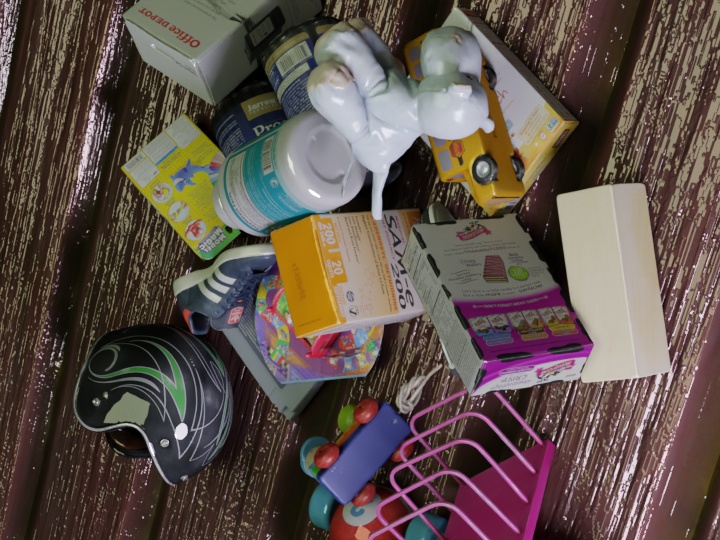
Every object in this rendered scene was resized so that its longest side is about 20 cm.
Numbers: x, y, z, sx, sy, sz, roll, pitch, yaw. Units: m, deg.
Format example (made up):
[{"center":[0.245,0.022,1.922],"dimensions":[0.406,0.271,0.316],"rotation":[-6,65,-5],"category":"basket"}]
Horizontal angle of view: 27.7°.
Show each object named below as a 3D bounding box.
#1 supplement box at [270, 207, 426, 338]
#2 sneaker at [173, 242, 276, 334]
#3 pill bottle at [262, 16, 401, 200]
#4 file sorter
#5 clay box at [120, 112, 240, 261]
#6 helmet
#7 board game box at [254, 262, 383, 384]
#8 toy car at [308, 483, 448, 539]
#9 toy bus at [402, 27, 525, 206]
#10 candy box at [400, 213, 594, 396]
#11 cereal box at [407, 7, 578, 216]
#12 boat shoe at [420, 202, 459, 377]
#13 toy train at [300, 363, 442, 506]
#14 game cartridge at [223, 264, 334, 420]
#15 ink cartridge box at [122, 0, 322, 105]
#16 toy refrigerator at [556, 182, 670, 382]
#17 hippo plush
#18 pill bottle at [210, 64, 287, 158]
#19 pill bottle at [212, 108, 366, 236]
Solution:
[{"center":[0.000,0.000,1.676],"dimensions":[0.073,0.199,0.127],"rotation":[-20,82,39],"category":"supplement box"},{"center":[-0.159,0.026,1.845],"dimensions":[0.199,0.074,0.085],"rotation":[-28,73,46],"category":"sneaker"},{"center":[-0.030,-0.190,1.735],"dimensions":[0.112,0.111,0.202],"rotation":[-37,70,34],"category":"pill bottle"},{"center":[0.106,0.242,1.585],"dimensions":[0.138,0.201,0.125],"rotation":[-32,110,35],"category":"file sorter"},{"center":[-0.210,-0.102,1.900],"dimensions":[0.115,0.048,0.200],"rotation":[-41,62,-6],"category":"clay box"},{"center":[-0.258,0.172,1.901],"dimensions":[0.189,0.200,0.202],"rotation":[11,100,15],"category":"helmet"},{"center":[-0.064,0.056,1.790],"dimensions":[0.198,0.039,0.160],"rotation":[-8,86,34],"category":"board game box"},{"center":[-0.023,0.356,1.714],"dimensions":[0.183,0.199,0.179],"rotation":[12,103,37],"category":"toy car"},{"center":[0.114,-0.166,1.609],"dimensions":[0.078,0.065,0.202],"rotation":[-23,78,37],"category":"toy bus"},{"center":[0.143,0.033,1.563],"dimensions":[0.061,0.135,0.201],"rotation":[108,147,-44],"category":"candy box"},{"center":[0.137,-0.180,1.657],"dimensions":[0.200,0.039,0.144],"rotation":[50,120,25],"category":"cereal box"},{"center":[0.100,0.024,1.678],"dimensions":[0.060,0.075,0.202],"rotation":[-22,78,31],"category":"boat shoe"},{"center":[0.013,0.183,1.760],"dimensions":[0.085,0.200,0.115],"rotation":[47,165,-19],"category":"toy train"},{"center":[-0.106,0.074,1.872],"dimensions":[0.201,0.041,0.133],"rotation":[53,125,23],"category":"game cartridge"},{"center":[-0.169,-0.317,1.795],"dimensions":[0.145,0.084,0.200],"rotation":[33,68,32],"category":"ink cartridge box"},{"center":[0.270,0.013,1.547],"dimensions":[0.075,0.070,0.203],"rotation":[-11,86,45],"category":"toy refrigerator"},{"center":[0.047,-0.185,1.519],"dimensions":[0.159,0.159,0.202],"rotation":[-10,67,29],"category":"hippo plush"},{"center":[-0.120,-0.164,1.818],"dimensions":[0.112,0.111,0.201],"rotation":[-38,71,34],"category":"pill bottle"},{"center":[-0.090,-0.104,1.653],"dimensions":[0.199,0.110,0.112],"rotation":[-20,80,52],"category":"pill bottle"}]
